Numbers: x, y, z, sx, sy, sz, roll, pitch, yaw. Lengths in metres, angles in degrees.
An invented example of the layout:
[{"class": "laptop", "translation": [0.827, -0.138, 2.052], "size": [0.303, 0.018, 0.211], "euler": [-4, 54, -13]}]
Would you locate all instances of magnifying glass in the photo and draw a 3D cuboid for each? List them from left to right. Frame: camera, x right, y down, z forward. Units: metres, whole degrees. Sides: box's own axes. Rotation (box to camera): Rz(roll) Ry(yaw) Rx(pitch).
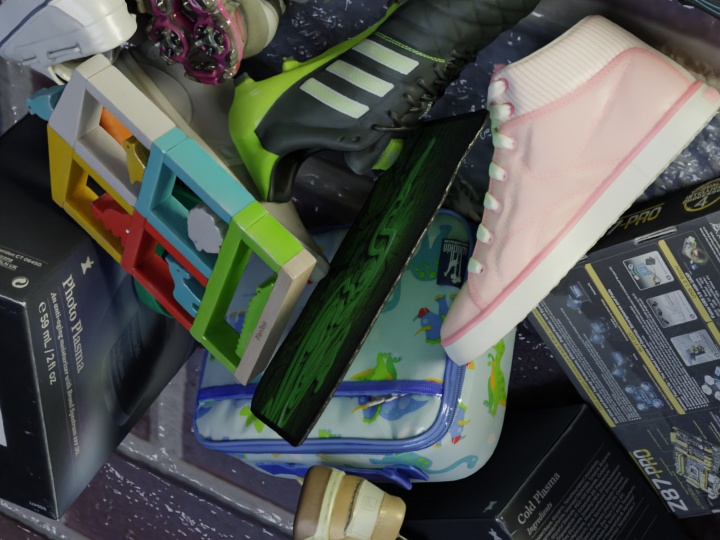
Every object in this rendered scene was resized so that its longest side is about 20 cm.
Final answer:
[{"class": "magnifying glass", "translation": [-0.128, -0.042, 0.912], "size": [0.022, 0.080, 0.200], "euler": [26, 153, 27]}]

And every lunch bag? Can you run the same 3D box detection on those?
[{"class": "lunch bag", "translation": [-0.004, 0.051, 0.891], "size": [0.200, 0.161, 0.082], "euler": [-3, 154, 35]}]

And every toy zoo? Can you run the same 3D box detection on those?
[{"class": "toy zoo", "translation": [-0.116, -0.036, 0.822], "size": [0.200, 0.020, 0.131], "euler": [43, 146, 11]}]

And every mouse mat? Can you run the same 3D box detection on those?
[{"class": "mouse mat", "translation": [0.000, 0.000, 0.796], "size": [0.008, 0.200, 0.161], "euler": [30, 175, -13]}]

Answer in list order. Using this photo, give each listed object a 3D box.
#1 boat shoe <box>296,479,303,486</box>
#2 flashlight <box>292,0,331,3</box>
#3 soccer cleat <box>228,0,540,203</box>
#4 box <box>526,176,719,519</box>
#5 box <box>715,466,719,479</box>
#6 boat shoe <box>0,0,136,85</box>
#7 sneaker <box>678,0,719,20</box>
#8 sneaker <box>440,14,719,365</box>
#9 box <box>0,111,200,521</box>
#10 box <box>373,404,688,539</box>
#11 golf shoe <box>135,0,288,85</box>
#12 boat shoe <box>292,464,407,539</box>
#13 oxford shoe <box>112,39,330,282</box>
[{"class": "boat shoe", "translation": [-0.034, 0.138, 1.042], "size": [0.063, 0.073, 0.200], "euler": [-28, 103, -1]}, {"class": "flashlight", "translation": [0.018, -0.208, 0.730], "size": [0.068, 0.068, 0.200], "euler": [34, 136, -21]}, {"class": "soccer cleat", "translation": [0.018, -0.101, 0.792], "size": [0.200, 0.068, 0.081], "euler": [-25, 79, 24]}, {"class": "box", "translation": [0.202, 0.052, 0.843], "size": [0.161, 0.049, 0.200], "euler": [-22, 112, 40]}, {"class": "box", "translation": [0.292, 0.065, 0.691], "size": [0.160, 0.200, 0.044], "euler": [38, 167, 1]}, {"class": "boat shoe", "translation": [-0.179, -0.140, 0.869], "size": [0.065, 0.074, 0.200], "euler": [61, 166, -9]}, {"class": "sneaker", "translation": [0.231, -0.133, 0.667], "size": [0.200, 0.075, 0.079], "euler": [27, 149, 21]}, {"class": "sneaker", "translation": [0.090, -0.049, 0.778], "size": [0.105, 0.075, 0.200], "euler": [42, 104, 4]}, {"class": "box", "translation": [-0.205, 0.020, 0.975], "size": [0.123, 0.198, 0.200], "euler": [18, 133, 17]}, {"class": "box", "translation": [0.110, 0.194, 0.952], "size": [0.182, 0.104, 0.200], "euler": [52, 149, -15]}, {"class": "golf shoe", "translation": [-0.096, -0.207, 0.791], "size": [0.073, 0.092, 0.200], "euler": [11, 135, 32]}, {"class": "boat shoe", "translation": [0.004, 0.183, 0.896], "size": [0.076, 0.072, 0.200], "euler": [9, 156, 7]}, {"class": "oxford shoe", "translation": [-0.076, -0.075, 0.870], "size": [0.200, 0.058, 0.075], "euler": [51, 175, 23]}]
